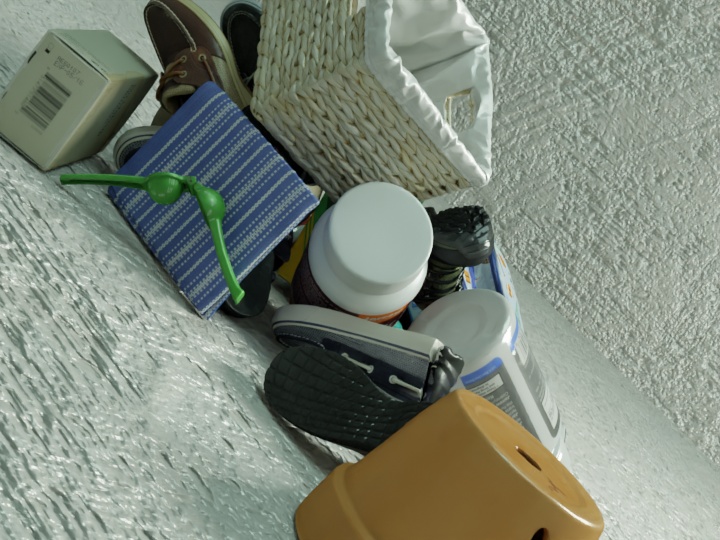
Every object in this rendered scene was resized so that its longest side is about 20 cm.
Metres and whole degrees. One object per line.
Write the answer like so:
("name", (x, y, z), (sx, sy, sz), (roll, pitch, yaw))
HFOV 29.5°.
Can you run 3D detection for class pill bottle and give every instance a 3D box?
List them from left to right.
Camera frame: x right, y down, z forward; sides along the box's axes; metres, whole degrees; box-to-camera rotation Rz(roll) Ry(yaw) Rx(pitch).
("pill bottle", (0.000, 0.000, 1.282), (0.114, 0.114, 0.200), (41, -22, 5))
("pill bottle", (0.126, 0.127, 1.304), (0.202, 0.113, 0.114), (63, -4, -31))

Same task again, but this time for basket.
("basket", (0.013, -0.186, 1.287), (0.200, 0.159, 0.200), (46, 36, -42))

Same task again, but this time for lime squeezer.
("lime squeezer", (-0.162, -0.051, 1.172), (0.199, 0.071, 0.038), (33, -6, 15))

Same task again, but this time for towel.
("towel", (-0.135, -0.067, 1.215), (0.200, 0.145, 0.024), (49, 5, 37))

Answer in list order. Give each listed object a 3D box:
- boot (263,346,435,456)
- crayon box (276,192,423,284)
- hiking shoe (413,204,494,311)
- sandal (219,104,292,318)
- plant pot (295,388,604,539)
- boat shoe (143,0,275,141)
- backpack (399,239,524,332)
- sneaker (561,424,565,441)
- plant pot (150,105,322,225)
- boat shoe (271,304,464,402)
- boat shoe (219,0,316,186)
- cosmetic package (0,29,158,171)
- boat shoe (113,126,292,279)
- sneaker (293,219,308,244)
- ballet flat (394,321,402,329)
("boot", (0.016, 0.142, 1.114), (0.198, 0.070, 0.132), (25, -22, 27))
("crayon box", (-0.001, -0.048, 1.526), (0.058, 0.174, 0.200), (32, 5, 14))
("hiking shoe", (0.083, -0.007, 1.335), (0.200, 0.075, 0.102), (-166, -121, -70))
("sandal", (-0.088, -0.057, 1.248), (0.075, 0.204, 0.048), (19, -21, -41))
("plant pot", (0.073, 0.178, 0.940), (0.199, 0.140, 0.200), (39, 9, -7))
("boat shoe", (-0.159, -0.178, 1.305), (0.072, 0.072, 0.202), (-23, 80, -42))
("backpack", (0.099, 0.039, 1.507), (0.200, 0.152, 0.193), (-102, 167, -76))
("sneaker", (0.173, 0.215, 1.455), (0.083, 0.074, 0.200), (10, 14, 7))
("plant pot", (-0.110, -0.114, 1.455), (0.200, 0.199, 0.136), (23, 39, -61))
("boat shoe", (-0.010, 0.094, 1.217), (0.198, 0.094, 0.075), (11, -19, 35))
("boat shoe", (-0.083, -0.177, 1.336), (0.202, 0.072, 0.071), (61, 19, 3))
("cosmetic package", (-0.261, -0.161, 1.260), (0.073, 0.104, 0.200), (39, 11, -2))
("boat shoe", (-0.147, -0.063, 1.319), (0.198, 0.075, 0.093), (26, 27, -22))
("sneaker", (-0.078, -0.061, 1.615), (0.115, 0.079, 0.200), (44, 9, 14))
("ballet flat", (0.025, 0.080, 1.407), (0.200, 0.069, 0.068), (46, 10, 32))
